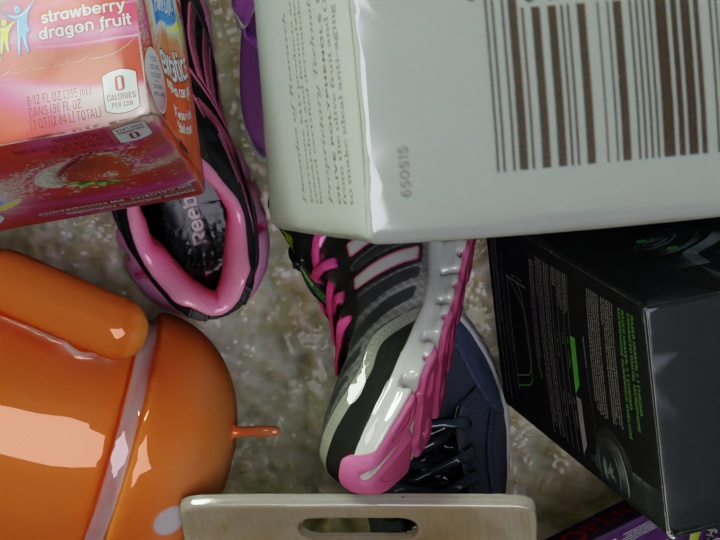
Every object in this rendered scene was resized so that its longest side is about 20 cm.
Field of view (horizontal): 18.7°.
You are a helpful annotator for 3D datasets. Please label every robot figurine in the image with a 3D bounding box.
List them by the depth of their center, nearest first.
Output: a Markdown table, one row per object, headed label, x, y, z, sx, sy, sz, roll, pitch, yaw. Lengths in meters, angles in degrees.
| label | x | y | z | sx | sy | sz | roll | pitch | yaw |
| --- | --- | --- | --- | --- | --- | --- | --- | --- | --- |
| robot figurine | -0.138 | 0.059 | 0.912 | 0.200 | 0.117 | 0.144 | 15 | 101 | -10 |

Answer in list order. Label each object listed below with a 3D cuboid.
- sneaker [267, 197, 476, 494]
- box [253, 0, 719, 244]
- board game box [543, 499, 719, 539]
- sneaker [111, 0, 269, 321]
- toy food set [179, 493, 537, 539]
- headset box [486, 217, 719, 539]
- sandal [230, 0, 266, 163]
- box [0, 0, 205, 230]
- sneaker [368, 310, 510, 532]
| label | x | y | z | sx | sy | sz | roll | pitch | yaw |
| --- | --- | --- | --- | --- | --- | --- | --- | --- | --- |
| sneaker | 0.000 | 0.000 | 0.901 | 0.087 | 0.074 | 0.200 | 11 | 59 | 5 |
| box | 0.069 | -0.116 | 0.793 | 0.199 | 0.171 | 0.200 | -6 | 93 | -12 |
| board game box | 0.176 | 0.136 | 0.968 | 0.200 | 0.032 | 0.120 | -22 | 103 | -27 |
| sneaker | -0.088 | -0.066 | 0.900 | 0.079 | 0.095 | 0.200 | -23 | 103 | 2 |
| toy food set | -0.002 | 0.180 | 0.827 | 0.143 | 0.060 | 0.200 | -1 | 63 | 4 |
| headset box | 0.165 | 0.021 | 0.881 | 0.174 | 0.200 | 0.093 | -11 | 105 | -14 |
| sandal | -0.035 | -0.145 | 0.893 | 0.050 | 0.082 | 0.203 | 7 | 91 | -26 |
| box | -0.167 | -0.070 | 0.822 | 0.200 | 0.095 | 0.100 | -11 | 74 | 6 |
| sneaker | 0.039 | 0.114 | 0.931 | 0.077 | 0.146 | 0.203 | -9 | 103 | -2 |
